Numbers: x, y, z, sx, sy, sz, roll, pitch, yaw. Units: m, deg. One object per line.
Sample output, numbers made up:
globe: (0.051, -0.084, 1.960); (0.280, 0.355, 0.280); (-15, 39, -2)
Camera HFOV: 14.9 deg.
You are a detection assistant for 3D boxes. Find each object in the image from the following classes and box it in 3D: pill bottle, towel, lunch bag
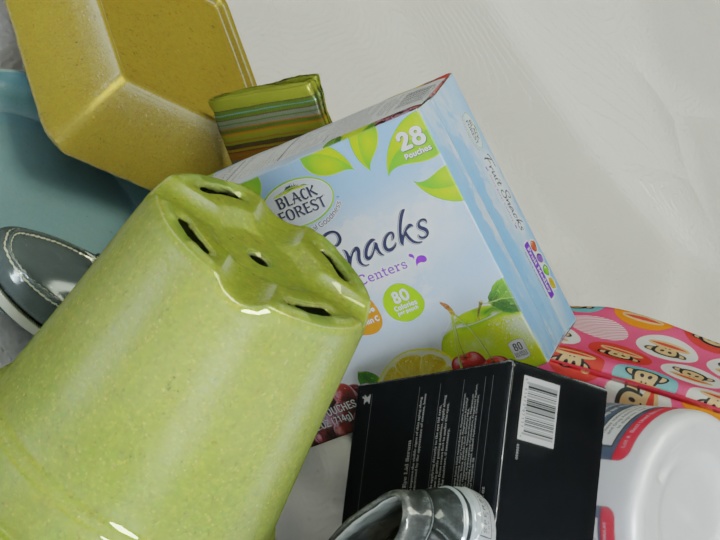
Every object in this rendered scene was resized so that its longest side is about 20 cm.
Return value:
pill bottle: (0.118, 0.135, 1.619); (0.119, 0.199, 0.121); (-4, 95, -47)
towel: (-0.025, -0.022, 1.671); (0.018, 0.086, 0.201); (-39, 115, -44)
lunch bag: (0.182, 0.087, 1.742); (0.199, 0.083, 0.176); (18, 13, 13)

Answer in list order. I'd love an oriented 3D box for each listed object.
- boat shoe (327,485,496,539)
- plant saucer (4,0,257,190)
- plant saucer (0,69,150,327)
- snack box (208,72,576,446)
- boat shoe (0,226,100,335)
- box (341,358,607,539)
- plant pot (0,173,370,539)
boat shoe: (-0.013, 0.172, 1.464); (0.071, 0.200, 0.072); (19, 38, -33)
plant saucer: (-0.130, -0.133, 1.717); (0.199, 0.048, 0.201); (23, 35, -44)
plant saucer: (-0.178, -0.028, 1.613); (0.200, 0.027, 0.201); (32, 38, -29)
snack box: (0.000, 0.000, 1.609); (0.170, 0.199, 0.068); (63, 29, -12)
boat shoe: (-0.125, 0.017, 1.552); (0.199, 0.062, 0.073); (29, 39, -31)
box: (0.055, 0.160, 1.503); (0.078, 0.141, 0.202); (18, 73, -36)
plant pot: (-0.094, 0.059, 1.436); (0.199, 0.185, 0.201); (28, 21, -12)
